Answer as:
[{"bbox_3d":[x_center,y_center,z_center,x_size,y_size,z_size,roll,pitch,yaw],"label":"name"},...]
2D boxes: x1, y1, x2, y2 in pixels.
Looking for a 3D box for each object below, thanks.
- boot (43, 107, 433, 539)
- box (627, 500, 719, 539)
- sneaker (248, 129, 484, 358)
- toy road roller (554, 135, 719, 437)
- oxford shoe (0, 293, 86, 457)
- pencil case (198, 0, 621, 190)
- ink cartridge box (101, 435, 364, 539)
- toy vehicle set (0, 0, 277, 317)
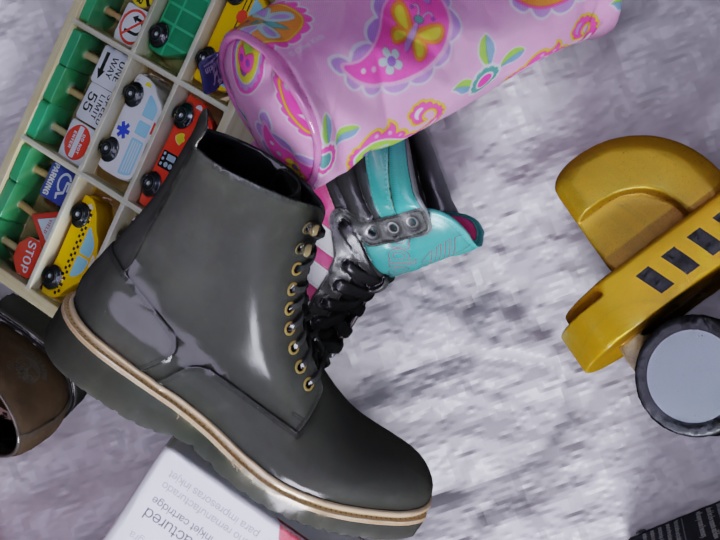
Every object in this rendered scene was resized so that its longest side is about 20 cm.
[{"bbox_3d":[-0.027,0.029,1.138,0.199,0.078,0.139,28,114,-17],"label":"boot"},{"bbox_3d":[0.245,0.170,1.202,0.199,0.104,0.149,-22,93,6],"label":"box"},{"bbox_3d":[0.000,0.000,1.221,0.120,0.084,0.202,0,94,14],"label":"sneaker"},{"bbox_3d":[0.182,-0.018,1.184,0.199,0.123,0.146,-37,80,8],"label":"toy road roller"},{"bbox_3d":[-0.236,0.027,1.232,0.199,0.085,0.073,27,125,5],"label":"oxford shoe"},{"bbox_3d":[0.027,-0.110,1.165,0.199,0.087,0.088,-30,93,-24],"label":"pencil case"},{"bbox_3d":[-0.088,0.201,1.243,0.144,0.084,0.201,34,98,0],"label":"ink cartridge box"},{"bbox_3d":[-0.109,-0.069,1.217,0.124,0.026,0.201,29,98,35],"label":"toy vehicle set"}]
